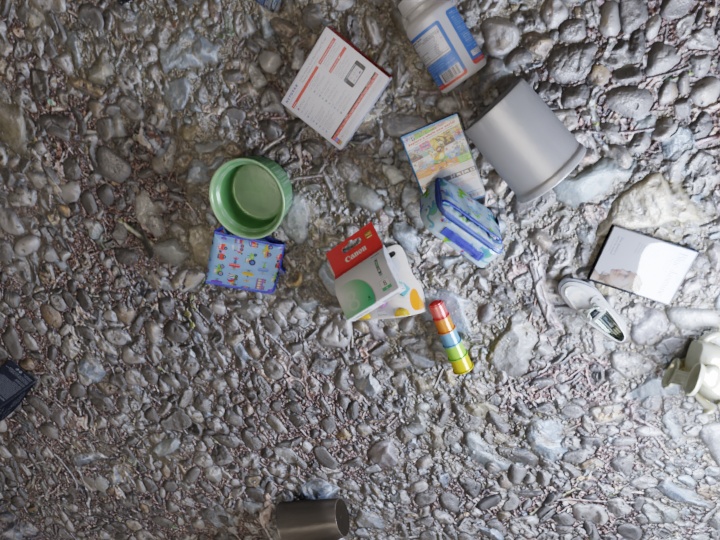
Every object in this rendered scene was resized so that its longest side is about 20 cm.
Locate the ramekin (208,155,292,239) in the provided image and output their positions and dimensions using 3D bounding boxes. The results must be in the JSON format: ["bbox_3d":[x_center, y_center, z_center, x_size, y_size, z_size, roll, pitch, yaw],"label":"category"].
[{"bbox_3d":[-0.267,-0.189,1.340,0.197,0.098,0.202,5,113,11],"label":"ramekin"}]

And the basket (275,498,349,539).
[{"bbox_3d":[-0.145,0.807,1.710,0.198,0.136,0.182,-18,102,15],"label":"basket"}]

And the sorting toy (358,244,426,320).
[{"bbox_3d":[0.054,0.029,1.372,0.198,0.107,0.182,-7,91,16],"label":"sorting toy"}]

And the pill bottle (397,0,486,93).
[{"bbox_3d":[0.165,-0.484,1.110,0.112,0.112,0.201,-29,103,22],"label":"pill bottle"}]

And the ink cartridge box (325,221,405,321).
[{"bbox_3d":[0.000,0.000,1.328,0.160,0.050,0.202,-33,72,20],"label":"ink cartridge box"}]

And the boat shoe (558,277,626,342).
[{"bbox_3d":[0.562,0.093,1.281,0.199,0.067,0.074,35,115,-3],"label":"boat shoe"}]

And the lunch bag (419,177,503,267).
[{"bbox_3d":[0.229,-0.107,1.208,0.199,0.162,0.082,33,125,-17],"label":"lunch bag"}]

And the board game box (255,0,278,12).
[{"bbox_3d":[-0.192,-0.674,1.142,0.199,0.062,0.201,35,115,-2],"label":"board game box"}]

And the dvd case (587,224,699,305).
[{"bbox_3d":[0.652,-0.011,1.244,0.198,0.018,0.144,18,114,5],"label":"dvd case"}]

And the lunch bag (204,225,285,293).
[{"bbox_3d":[-0.296,-0.024,1.430,0.198,0.094,0.152,16,113,-4],"label":"lunch bag"}]

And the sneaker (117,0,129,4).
[{"bbox_3d":[-0.509,-0.703,1.201,0.199,0.067,0.091,-33,104,25],"label":"sneaker"}]

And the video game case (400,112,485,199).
[{"bbox_3d":[0.194,-0.245,1.254,0.142,0.018,0.202,-18,107,20],"label":"video game case"}]

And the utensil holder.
[{"bbox_3d":[0.342,-0.273,1.126,0.170,0.170,0.200,-40,98,24],"label":"utensil holder"}]

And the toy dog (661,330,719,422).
[{"bbox_3d":[0.854,0.260,1.262,0.198,0.140,0.195,28,79,2],"label":"toy dog"}]

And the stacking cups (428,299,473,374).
[{"bbox_3d":[0.235,0.172,1.395,0.060,0.061,0.202,-18,106,19],"label":"stacking cups"}]

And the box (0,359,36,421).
[{"bbox_3d":[-1.223,0.434,1.766,0.117,0.200,0.197,43,114,-7],"label":"box"}]

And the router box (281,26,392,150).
[{"bbox_3d":[-0.055,-0.413,1.225,0.179,0.049,0.200,38,115,-4],"label":"router box"}]
